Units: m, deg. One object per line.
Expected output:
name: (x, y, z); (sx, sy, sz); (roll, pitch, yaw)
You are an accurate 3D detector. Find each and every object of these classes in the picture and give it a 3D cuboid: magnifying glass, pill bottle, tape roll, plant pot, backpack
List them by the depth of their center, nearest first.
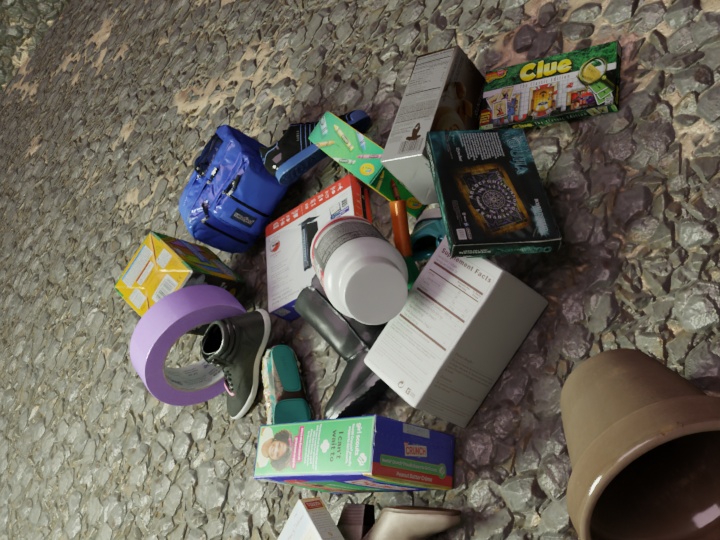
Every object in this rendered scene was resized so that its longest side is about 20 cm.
plant pot: (0.283, 0.169, 0.786); (0.200, 0.200, 0.175); (-44, 28, 17)
pill bottle: (0.000, 0.000, 1.052); (0.111, 0.111, 0.200); (-54, 19, 7)
magnifying glass: (0.065, 0.001, 1.113); (0.080, 0.022, 0.200); (0, 101, 55)
tape roll: (-0.271, 0.124, 1.300); (0.200, 0.200, 0.066); (-54, 48, 7)
backpack: (-0.231, -0.133, 1.420); (0.200, 0.162, 0.168); (-54, 29, 12)

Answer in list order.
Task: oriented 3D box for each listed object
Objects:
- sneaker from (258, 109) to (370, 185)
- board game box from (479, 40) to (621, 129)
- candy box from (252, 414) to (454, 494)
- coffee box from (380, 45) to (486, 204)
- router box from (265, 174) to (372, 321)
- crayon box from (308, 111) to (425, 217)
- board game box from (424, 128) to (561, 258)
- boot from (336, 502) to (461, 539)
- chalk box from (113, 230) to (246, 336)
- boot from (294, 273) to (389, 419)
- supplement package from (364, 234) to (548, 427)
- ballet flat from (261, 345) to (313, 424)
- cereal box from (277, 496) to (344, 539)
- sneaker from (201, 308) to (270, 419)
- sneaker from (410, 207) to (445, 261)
sneaker: (-0.079, -0.229, 1.352); (0.200, 0.070, 0.078); (-34, 72, -15)
board game box: (0.265, -0.255, 1.120); (0.200, 0.023, 0.105); (-6, 63, 35)
candy box: (-0.007, 0.240, 1.014); (0.200, 0.169, 0.077); (-16, 62, 37)
coffee box: (0.117, -0.213, 1.164); (0.080, 0.114, 0.200); (-4, 57, 41)
router box: (-0.068, -0.036, 1.310); (0.200, 0.049, 0.180); (-29, 51, 29)
crayon box: (0.016, -0.170, 1.251); (0.058, 0.119, 0.200); (-54, 43, 7)
board game box: (0.164, -0.103, 1.008); (0.135, 0.028, 0.200); (-3, 52, -6)
boot: (0.037, 0.369, 0.988); (0.200, 0.070, 0.146); (-12, 67, 40)
chalk box: (-0.298, 0.030, 1.380); (0.124, 0.200, 0.125); (39, 98, 27)
boot: (-0.039, 0.109, 1.159); (0.165, 0.066, 0.200); (-44, 61, 0)
supplement package: (0.122, 0.078, 1.018); (0.200, 0.117, 0.117); (-57, 43, 3)
ballet flat: (-0.116, 0.208, 1.223); (0.064, 0.076, 0.200); (116, 154, -45)
cereal box: (-0.047, 0.406, 0.984); (0.200, 0.039, 0.144); (52, 126, 41)
sneaker: (-0.215, 0.154, 1.274); (0.071, 0.099, 0.200); (40, 121, 46)
sneaker: (0.141, -0.047, 1.086); (0.200, 0.078, 0.080); (-13, 28, 48)
